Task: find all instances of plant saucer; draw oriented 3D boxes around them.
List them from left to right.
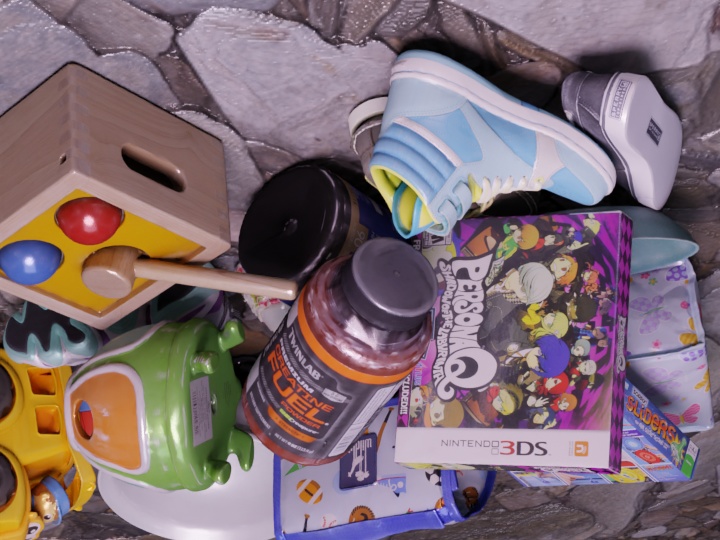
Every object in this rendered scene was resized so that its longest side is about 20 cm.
[{"bbox_3d":[0.187,-0.022,1.393,0.199,0.036,0.200,-5,170,-1],"label":"plant saucer"}]

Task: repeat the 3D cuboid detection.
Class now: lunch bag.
[{"bbox_3d":[0.023,0.158,1.397,0.169,0.200,0.124,-14,115,21],"label":"lunch bag"},{"bbox_3d":[0.226,0.088,1.538,0.199,0.128,0.170,-7,147,11],"label":"lunch bag"}]

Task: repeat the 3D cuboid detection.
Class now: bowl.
[{"bbox_3d":[-0.137,0.166,1.502,0.200,0.091,0.202,2,141,2],"label":"bowl"}]

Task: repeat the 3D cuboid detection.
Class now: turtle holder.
[{"bbox_3d":[-0.160,0.099,1.322,0.131,0.186,0.142,-3,122,11],"label":"turtle holder"}]

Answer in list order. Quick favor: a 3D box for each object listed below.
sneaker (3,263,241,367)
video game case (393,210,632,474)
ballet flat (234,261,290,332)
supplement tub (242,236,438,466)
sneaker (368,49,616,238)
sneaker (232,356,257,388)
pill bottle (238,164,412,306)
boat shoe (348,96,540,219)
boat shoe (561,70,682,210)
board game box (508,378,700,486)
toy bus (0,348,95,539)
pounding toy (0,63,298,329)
[{"bbox_3d":[-0.201,0.062,1.440,0.199,0.078,0.140,-15,147,12],"label":"sneaker"},{"bbox_3d":[0.119,0.056,1.274,0.180,0.201,0.036,-1,166,27],"label":"video game case"},{"bbox_3d":[-0.043,0.050,1.479,0.075,0.064,0.200,-23,144,24],"label":"ballet flat"},{"bbox_3d":[-0.013,0.060,1.256,0.106,0.107,0.200,8,141,-23],"label":"supplement tub"},{"bbox_3d":[0.092,-0.066,1.229,0.199,0.131,0.079,26,165,-15],"label":"sneaker"},{"bbox_3d":[-0.086,0.132,1.583,0.199,0.078,0.140,2,147,-15],"label":"sneaker"},{"bbox_3d":[0.000,0.000,1.366,0.112,0.112,0.200,-28,142,28],"label":"pill bottle"},{"bbox_3d":[0.072,-0.073,1.315,0.201,0.061,0.072,23,137,-38],"label":"boat shoe"},{"bbox_3d":[0.205,-0.105,1.294,0.067,0.072,0.200,17,172,26],"label":"boat shoe"},{"bbox_3d":[0.191,0.149,1.495,0.199,0.035,0.135,-10,138,46],"label":"board game box"},{"bbox_3d":[-0.303,0.171,1.500,0.191,0.201,0.136,1,149,-27],"label":"toy bus"},{"bbox_3d":[-0.183,-0.033,1.249,0.184,0.143,0.200,-31,141,32],"label":"pounding toy"}]
